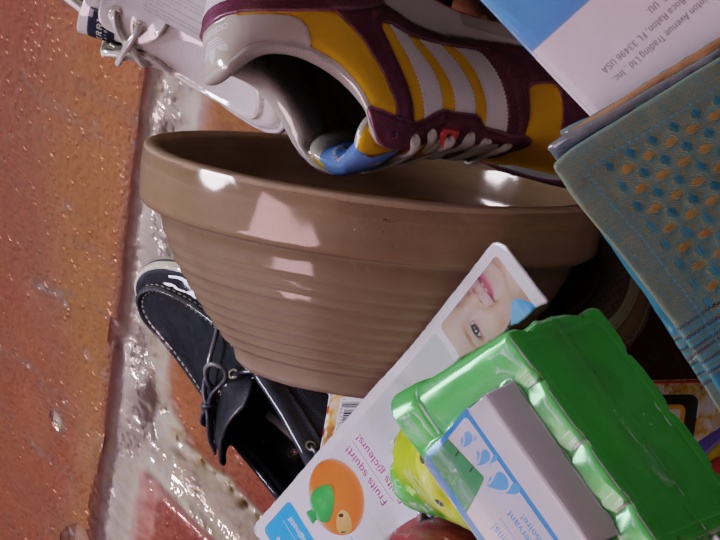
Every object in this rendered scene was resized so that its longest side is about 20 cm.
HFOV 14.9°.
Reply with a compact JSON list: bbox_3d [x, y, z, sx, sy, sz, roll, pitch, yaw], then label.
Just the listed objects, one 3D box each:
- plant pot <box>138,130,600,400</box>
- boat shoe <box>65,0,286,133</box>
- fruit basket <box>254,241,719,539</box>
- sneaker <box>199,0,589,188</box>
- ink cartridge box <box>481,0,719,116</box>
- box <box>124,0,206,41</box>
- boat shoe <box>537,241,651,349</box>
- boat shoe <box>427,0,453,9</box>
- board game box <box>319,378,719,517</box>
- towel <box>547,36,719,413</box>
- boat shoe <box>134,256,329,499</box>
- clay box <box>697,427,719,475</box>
[{"bbox_3d":[0.000,0.000,1.175,0.200,0.200,0.093,17,102,45],"label":"plant pot"},{"bbox_3d":[-0.106,-0.128,1.344,0.200,0.070,0.071,44,144,21],"label":"boat shoe"},{"bbox_3d":[0.050,0.119,1.090,0.200,0.094,0.186,-47,68,31],"label":"fruit basket"},{"bbox_3d":[0.021,-0.065,1.122,0.199,0.091,0.075,27,147,-20],"label":"sneaker"},{"bbox_3d":[0.150,-0.090,0.934,0.144,0.084,0.200,-41,99,19],"label":"ink cartridge box"},{"bbox_3d":[-0.048,-0.121,1.271,0.199,0.039,0.042,29,142,22],"label":"box"},{"bbox_3d":[0.076,0.040,1.262,0.076,0.072,0.200,40,151,-20],"label":"boat shoe"},{"bbox_3d":[0.049,-0.151,1.133,0.066,0.075,0.200,30,134,-8],"label":"boat shoe"},{"bbox_3d":[0.071,0.124,1.185,0.199,0.152,0.046,-1,153,25],"label":"board game box"},{"bbox_3d":[0.182,-0.033,0.894,0.199,0.022,0.147,-31,104,14],"label":"towel"},{"bbox_3d":[-0.058,0.067,1.447,0.200,0.062,0.075,44,146,22],"label":"boat shoe"},{"bbox_3d":[0.222,0.089,1.054,0.199,0.115,0.048,7,119,49],"label":"clay box"}]
